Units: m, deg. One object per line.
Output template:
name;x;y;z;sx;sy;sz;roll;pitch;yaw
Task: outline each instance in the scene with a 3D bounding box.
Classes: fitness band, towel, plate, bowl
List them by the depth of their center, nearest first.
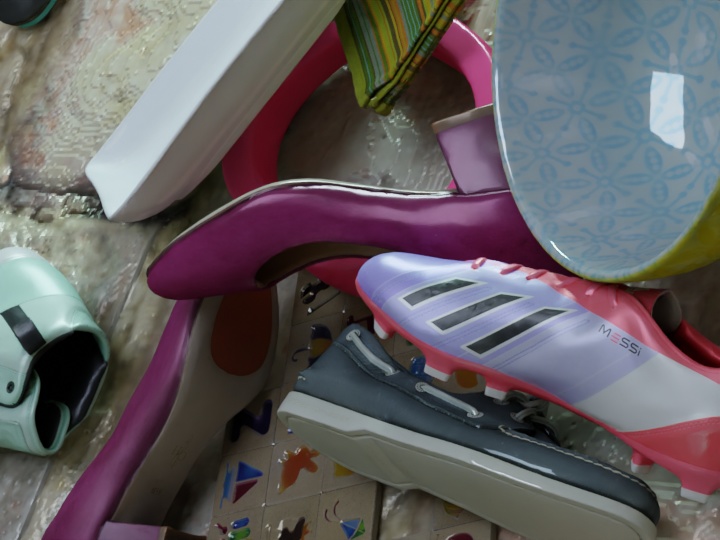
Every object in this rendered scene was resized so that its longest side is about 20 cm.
bowl;0.151;-0.093;1.156;0.200;0.108;0.200;-9;80;62
towel;0.046;-0.174;1.322;0.200;0.018;0.086;-55;35;30
fitness band;0.006;-0.066;1.371;0.144;0.037;0.200;-49;39;-1
plate;-0.065;-0.109;1.423;0.200;0.032;0.200;-52;12;1

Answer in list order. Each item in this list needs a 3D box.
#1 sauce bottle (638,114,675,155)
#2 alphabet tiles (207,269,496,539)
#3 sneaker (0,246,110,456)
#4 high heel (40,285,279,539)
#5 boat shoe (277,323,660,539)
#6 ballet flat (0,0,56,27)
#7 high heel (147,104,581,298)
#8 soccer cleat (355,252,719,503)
sauce bottle;0.122;-0.134;1.285;0.066;0.066;0.200;-27;63;24
alphabet tiles;0.000;0.074;1.304;0.167;0.008;0.200;-16;51;33
sneaker;-0.215;0.084;1.428;0.200;0.074;0.118;-50;35;-3
high heel;-0.106;0.067;1.345;0.096;0.067;0.200;5;70;39
boat shoe;0.052;0.070;1.207;0.200;0.073;0.062;16;66;39
ballet flat;-0.191;-0.245;1.652;0.068;0.068;0.200;1;63;40
high heel;0.000;0.000;1.256;0.200;0.067;0.096;-22;80;20
soccer cleat;0.091;0.027;1.170;0.200;0.067;0.077;27;105;24
